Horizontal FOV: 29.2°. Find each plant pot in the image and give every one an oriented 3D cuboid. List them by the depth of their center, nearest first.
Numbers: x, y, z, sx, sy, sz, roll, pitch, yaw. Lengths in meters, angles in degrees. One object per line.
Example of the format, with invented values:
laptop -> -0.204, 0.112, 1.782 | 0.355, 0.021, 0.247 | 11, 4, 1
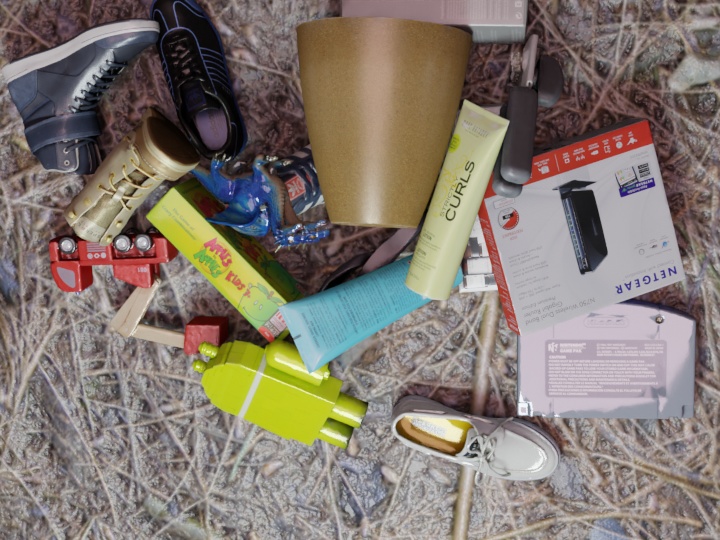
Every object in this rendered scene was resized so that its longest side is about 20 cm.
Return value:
plant pot -> 0.020, -0.147, 1.441 | 0.184, 0.186, 0.203 | 3, 91, 6

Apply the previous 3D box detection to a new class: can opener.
can opener -> 0.175, -0.163, 1.440 | 0.066, 0.202, 0.053 | 17, 145, -4

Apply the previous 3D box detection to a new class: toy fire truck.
toy fire truck -> -0.256, 0.025, 1.587 | 0.197, 0.049, 0.143 | -2, 101, 8

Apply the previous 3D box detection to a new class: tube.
tube -> 0.097, -0.071, 1.428 | 0.057, 0.052, 0.202 | 21, 105, 10
tube -> 0.015, 0.032, 1.484 | 0.198, 0.050, 0.078 | -25, 80, -17

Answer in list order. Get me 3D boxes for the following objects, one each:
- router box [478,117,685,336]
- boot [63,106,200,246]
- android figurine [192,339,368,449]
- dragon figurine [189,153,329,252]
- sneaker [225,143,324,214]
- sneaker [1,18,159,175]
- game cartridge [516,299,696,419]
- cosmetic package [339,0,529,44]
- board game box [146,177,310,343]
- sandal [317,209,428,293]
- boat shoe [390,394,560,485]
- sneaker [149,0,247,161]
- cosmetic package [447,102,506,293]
router box -> 0.233, -0.048, 1.485 | 0.198, 0.049, 0.181 | -19, 101, -8
boot -> -0.250, -0.092, 1.483 | 0.073, 0.200, 0.156 | 40, 94, -20
android figurine -> -0.093, 0.134, 1.536 | 0.198, 0.183, 0.041 | 23, 58, -1
dragon figurine -> -0.126, -0.070, 1.466 | 0.198, 0.059, 0.101 | 4, 86, 25
sneaker -> -0.060, -0.099, 1.525 | 0.199, 0.085, 0.075 | -29, 95, 10
sneaker -> -0.292, -0.187, 1.530 | 0.200, 0.077, 0.148 | -18, 87, 23
game cartridge -> 0.274, 0.098, 1.545 | 0.197, 0.040, 0.135 | 1, 103, 6
cosmetic package -> 0.079, -0.288, 1.462 | 0.197, 0.107, 0.091 | 5, 90, 5
board game box -> -0.142, -0.012, 1.541 | 0.048, 0.102, 0.200 | -44, 93, 12
sandal -> 0.000, 0.000, 1.545 | 0.043, 0.076, 0.200 | 42, 91, 1
boat shoe -> 0.128, 0.194, 1.552 | 0.200, 0.086, 0.075 | 19, 101, 3
sneaker -> -0.181, -0.214, 1.523 | 0.069, 0.078, 0.202 | -23, 97, 10
cosmetic package -> 0.141, -0.080, 1.522 | 0.081, 0.051, 0.203 | -5, 99, 7
